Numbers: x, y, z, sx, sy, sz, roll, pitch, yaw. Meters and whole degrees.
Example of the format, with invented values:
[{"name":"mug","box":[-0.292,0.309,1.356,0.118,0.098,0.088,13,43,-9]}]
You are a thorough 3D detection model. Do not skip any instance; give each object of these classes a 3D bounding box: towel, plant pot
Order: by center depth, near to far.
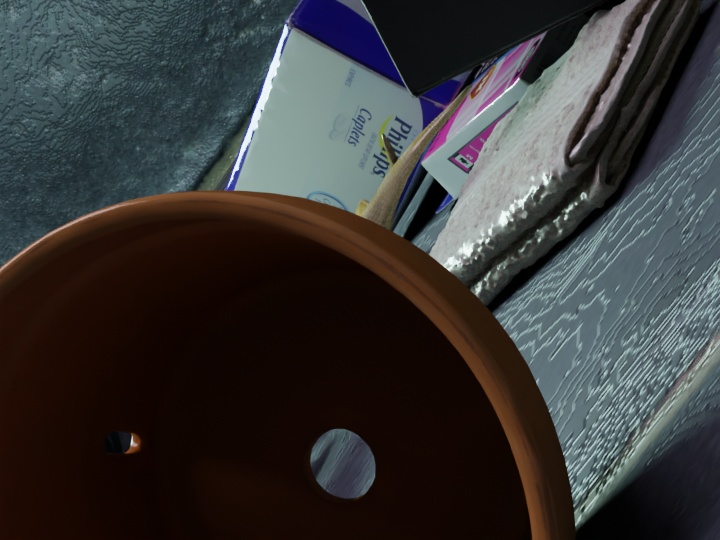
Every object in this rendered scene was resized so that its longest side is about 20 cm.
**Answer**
[{"name":"plant pot","box":[-0.023,0.070,0.766,0.201,0.200,0.140,-54,-8,16]},{"name":"towel","box":[0.080,-0.048,1.138,0.133,0.034,0.200,-61,8,-34]}]

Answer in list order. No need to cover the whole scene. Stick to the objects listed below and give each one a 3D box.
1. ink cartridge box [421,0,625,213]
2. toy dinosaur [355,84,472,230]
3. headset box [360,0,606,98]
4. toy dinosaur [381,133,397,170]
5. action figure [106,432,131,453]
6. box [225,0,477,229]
[{"name":"ink cartridge box","box":[0.084,-0.100,1.346,0.095,0.037,0.200,-59,6,-21]},{"name":"toy dinosaur","box":[0.000,0.000,1.254,0.201,0.058,0.102,112,167,-45]},{"name":"headset box","box":[0.081,-0.181,1.208,0.173,0.093,0.200,-26,16,10]},{"name":"toy dinosaur","box":[-0.003,0.007,1.368,0.106,0.060,0.201,-93,25,-69]},{"name":"action figure","box":[-0.147,0.077,1.320,0.193,0.105,0.200,-31,40,-17]},{"name":"box","box":[0.023,-0.136,1.495,0.201,0.104,0.184,-60,-3,-34]}]
